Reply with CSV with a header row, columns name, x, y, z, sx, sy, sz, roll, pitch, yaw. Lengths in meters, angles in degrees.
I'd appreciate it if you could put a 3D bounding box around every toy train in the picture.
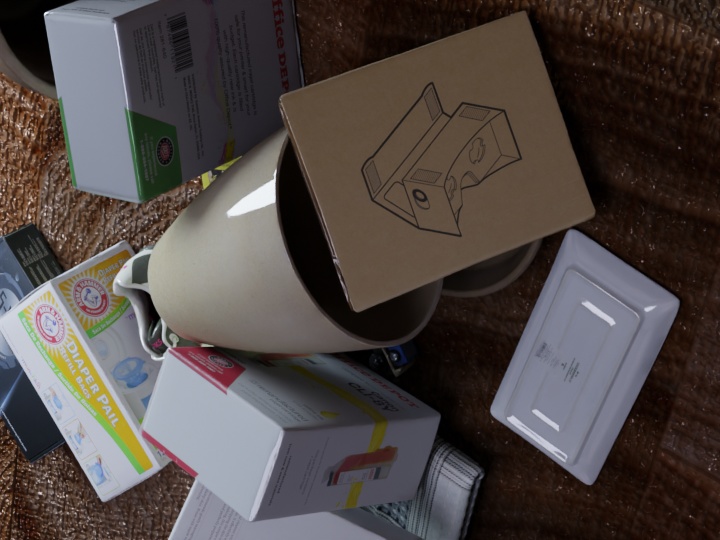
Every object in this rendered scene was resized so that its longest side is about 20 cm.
name,x,y,z,sx,sy,sz,roll,pitch,yaw
toy train,0.000,0.000,1.529,0.045,0.034,0.202,-20,98,32

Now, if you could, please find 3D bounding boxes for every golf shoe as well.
name,x,y,z,sx,sy,sz,roll,pitch,yaw
golf shoe,-0.153,0.072,1.649,0.077,0.088,0.201,-31,92,41

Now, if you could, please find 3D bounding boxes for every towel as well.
name,x,y,z,sx,sy,sz,roll,pitch,yaw
towel,0.013,0.205,1.601,0.192,0.034,0.202,33,128,30

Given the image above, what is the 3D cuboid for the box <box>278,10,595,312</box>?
name,x,y,z,sx,sy,sz,roll,pitch,yaw
box,0.058,-0.081,1.336,0.021,0.198,0.165,168,82,-77

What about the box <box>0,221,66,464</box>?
name,x,y,z,sx,sy,sz,roll,pitch,yaw
box,-0.327,0.074,1.816,0.160,0.043,0.201,-31,90,43

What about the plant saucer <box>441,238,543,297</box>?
name,x,y,z,sx,sy,sz,roll,pitch,yaw
plant saucer,0.067,-0.077,1.439,0.199,0.029,0.202,18,122,31

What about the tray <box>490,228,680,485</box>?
name,x,y,z,sx,sy,sz,roll,pitch,yaw
tray,0.169,0.074,1.436,0.107,0.022,0.201,36,129,21

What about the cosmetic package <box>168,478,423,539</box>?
name,x,y,z,sx,sy,sz,roll,pitch,yaw
cosmetic package,-0.055,0.234,1.515,0.199,0.085,0.108,26,93,-1

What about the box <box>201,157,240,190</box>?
name,x,y,z,sx,sy,sz,roll,pitch,yaw
box,-0.087,-0.019,1.561,0.050,0.075,0.202,8,115,33

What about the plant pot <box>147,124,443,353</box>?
name,x,y,z,sx,sy,sz,roll,pitch,yaw
plant pot,-0.068,-0.012,1.429,0.199,0.187,0.189,-18,100,41

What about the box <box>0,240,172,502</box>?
name,x,y,z,sx,sy,sz,roll,pitch,yaw
box,-0.229,0.093,1.701,0.101,0.112,0.201,-31,89,43

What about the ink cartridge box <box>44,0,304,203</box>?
name,x,y,z,sx,sy,sz,roll,pitch,yaw
ink cartridge box,-0.142,-0.158,1.451,0.083,0.199,0.146,12,118,37

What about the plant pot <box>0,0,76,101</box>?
name,x,y,z,sx,sy,sz,roll,pitch,yaw
plant pot,-0.264,-0.248,1.533,0.174,0.199,0.202,16,122,53

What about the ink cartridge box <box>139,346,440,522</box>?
name,x,y,z,sx,sy,sz,roll,pitch,yaw
ink cartridge box,-0.054,0.125,1.482,0.145,0.199,0.084,31,108,36
